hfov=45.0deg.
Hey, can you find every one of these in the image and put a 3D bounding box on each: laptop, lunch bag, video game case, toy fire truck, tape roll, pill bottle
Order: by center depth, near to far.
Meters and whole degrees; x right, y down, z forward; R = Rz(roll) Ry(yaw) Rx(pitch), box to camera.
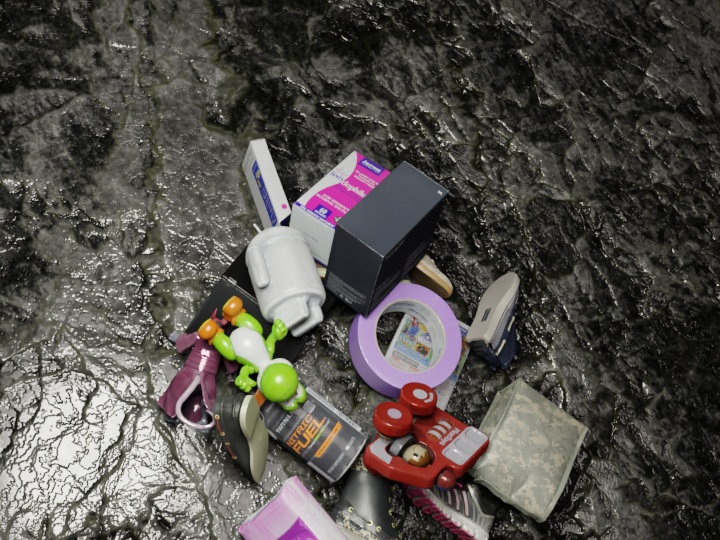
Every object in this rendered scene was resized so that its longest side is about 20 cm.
[{"bbox_3d":[0.106,0.291,1.449,0.167,0.113,0.199,27,32,25],"label":"toy fire truck"},{"bbox_3d":[-0.093,0.258,1.471,0.199,0.106,0.107,37,63,0],"label":"pill bottle"},{"bbox_3d":[-0.174,0.078,1.545,0.187,0.116,0.200,36,46,-2],"label":"laptop"},{"bbox_3d":[0.290,0.329,1.559,0.163,0.118,0.201,35,58,-2],"label":"lunch bag"},{"bbox_3d":[0.081,0.128,1.582,0.198,0.066,0.202,7,68,-16],"label":"tape roll"},{"bbox_3d":[0.122,0.164,1.626,0.142,0.018,0.201,30,63,-4],"label":"video game case"}]

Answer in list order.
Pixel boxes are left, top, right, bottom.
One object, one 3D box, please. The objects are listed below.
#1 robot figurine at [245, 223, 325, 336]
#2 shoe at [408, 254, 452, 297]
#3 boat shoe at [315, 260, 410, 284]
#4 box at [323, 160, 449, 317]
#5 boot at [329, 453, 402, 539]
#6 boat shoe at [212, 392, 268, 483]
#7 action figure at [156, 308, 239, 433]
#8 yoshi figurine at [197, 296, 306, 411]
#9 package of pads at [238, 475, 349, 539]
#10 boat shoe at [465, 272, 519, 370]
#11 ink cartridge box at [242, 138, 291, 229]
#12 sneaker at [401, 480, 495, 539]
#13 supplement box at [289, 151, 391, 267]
[{"bbox_3d":[-0.127,0.010,1.465,0.112,0.169,0.202,-31,62,19],"label":"robot figurine"},{"bbox_3d":[0.104,-0.026,1.667,0.200,0.070,0.053,40,71,3],"label":"shoe"},{"bbox_3d":[-0.001,0.000,1.623,0.198,0.072,0.067,5,72,-11],"label":"boat shoe"},{"bbox_3d":[0.042,-0.055,1.520,0.104,0.183,0.200,36,55,14],"label":"box"},{"bbox_3d":[0.049,0.414,1.472,0.202,0.074,0.155,25,61,-6],"label":"boot"},{"bbox_3d":[-0.190,0.269,1.401,0.062,0.203,0.074,4,45,12],"label":"boat shoe"},{"bbox_3d":[-0.270,0.157,1.439,0.133,0.149,0.202,17,78,-4],"label":"action figure"},{"bbox_3d":[-0.161,0.138,1.377,0.200,0.113,0.112,45,28,5],"label":"yoshi figurine"},{"bbox_3d":[-0.088,0.443,1.388,0.200,0.120,0.076,48,21,6],"label":"package of pads"},{"bbox_3d":[0.274,0.101,1.681,0.093,0.074,0.201,50,53,-22],"label":"boat shoe"},{"bbox_3d":[-0.169,-0.133,1.609,0.037,0.095,0.202,-12,73,-22],"label":"ink cartridge box"},{"bbox_3d":[0.158,0.392,1.517,0.199,0.074,0.088,39,63,-5],"label":"sneaker"},{"bbox_3d":[-0.034,-0.116,1.612,0.101,0.104,0.200,31,49,15],"label":"supplement box"}]
